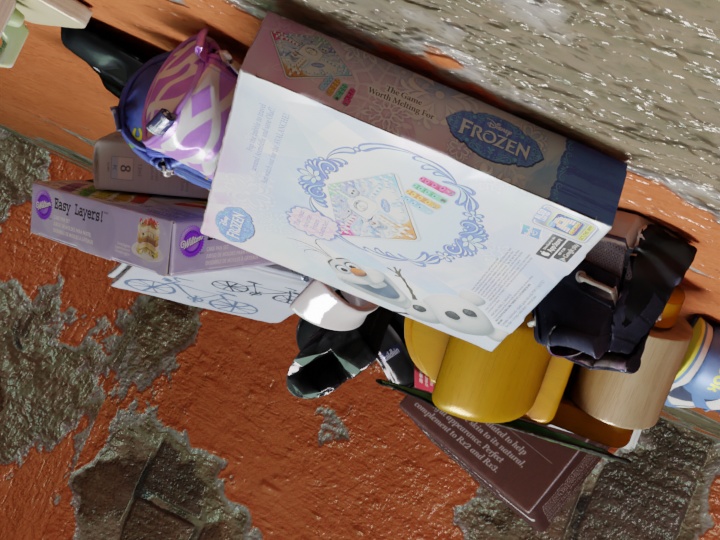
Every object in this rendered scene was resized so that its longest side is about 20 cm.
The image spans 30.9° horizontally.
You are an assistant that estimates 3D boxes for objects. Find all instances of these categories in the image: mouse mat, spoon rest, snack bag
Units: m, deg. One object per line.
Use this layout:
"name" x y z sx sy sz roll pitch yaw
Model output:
"mouse mat" 0.106 0.117 1.032 0.160 0.008 0.200 17 176 -13
"spoon rest" 0.000 0.000 1.147 0.061 0.099 0.200 44 -151 -3
"snack bag" -0.137 0.008 1.274 0.188 0.022 0.200 15 163 -19

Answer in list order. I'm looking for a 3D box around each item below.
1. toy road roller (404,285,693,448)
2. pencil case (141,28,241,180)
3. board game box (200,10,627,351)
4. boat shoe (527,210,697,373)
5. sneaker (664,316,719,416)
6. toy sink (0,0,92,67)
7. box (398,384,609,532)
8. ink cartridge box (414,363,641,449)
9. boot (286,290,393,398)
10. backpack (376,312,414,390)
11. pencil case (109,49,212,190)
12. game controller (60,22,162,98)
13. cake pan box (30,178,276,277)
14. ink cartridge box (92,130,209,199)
"toy road roller" 0.129 0.057 0.937 0.199 0.123 0.146 20 -157 9
"pencil case" -0.046 -0.082 0.847 0.200 0.086 0.084 26 -147 -29
"board game box" 0.018 -0.039 0.727 0.198 0.044 0.200 22 155 -4
"boat shoe" 0.124 0.005 0.847 0.074 0.093 0.200 25 176 -25
"sneaker" 0.306 0.092 1.135 0.082 0.074 0.200 21 177 9
"toy sink" -0.309 -0.176 0.891 0.200 0.112 0.130 26 176 -35
"box" 0.163 0.139 1.300 0.166 0.164 0.200 39 175 19
"ink cartridge box" 0.150 0.064 1.097 0.199 0.083 0.146 16 152 10
"boot" -0.026 0.070 1.245 0.066 0.165 0.200 37 -153 -7
"backpack" 0.029 0.029 1.421 0.200 0.167 0.127 32 175 -5
"pencil case" -0.103 -0.094 0.962 0.078 0.087 0.200 12 174 20
"game controller" -0.178 -0.154 1.042 0.104 0.042 0.200 38 177 2
"cake pan box" -0.155 -0.043 1.116 0.200 0.053 0.184 15 -166 42
"ink cartridge box" -0.117 -0.095 1.144 0.199 0.047 0.160 4 -168 3
